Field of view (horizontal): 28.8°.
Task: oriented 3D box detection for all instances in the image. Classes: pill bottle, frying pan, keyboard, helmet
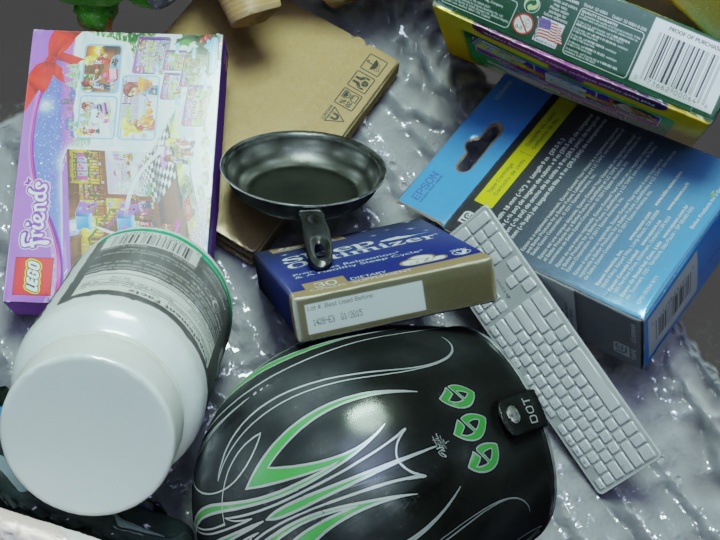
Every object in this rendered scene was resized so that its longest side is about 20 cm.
[{"bbox_3d":[-0.141,0.055,0.828,0.112,0.114,0.200,8,19,0],"label":"pill bottle"},{"bbox_3d":[-0.021,-0.048,0.934,0.114,0.031,0.190,-13,35,-26],"label":"frying pan"},{"bbox_3d":[0.122,0.052,0.930,0.011,0.056,0.200,-24,77,-49],"label":"keyboard"},{"bbox_3d":[-0.002,0.127,0.828,0.190,0.200,0.201,-18,65,-24],"label":"helmet"}]

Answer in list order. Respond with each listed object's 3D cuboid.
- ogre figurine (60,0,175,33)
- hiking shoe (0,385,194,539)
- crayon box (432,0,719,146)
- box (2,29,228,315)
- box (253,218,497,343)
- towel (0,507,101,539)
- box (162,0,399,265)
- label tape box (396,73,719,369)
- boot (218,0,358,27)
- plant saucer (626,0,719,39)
[{"bbox_3d":[-0.198,-0.246,1.051,0.199,0.098,0.120,18,51,-8],"label":"ogre figurine"},{"bbox_3d":[-0.179,0.124,0.857,0.199,0.075,0.087,17,55,24],"label":"hiking shoe"},{"bbox_3d":[0.157,-0.154,0.987,0.199,0.173,0.059,25,93,7],"label":"crayon box"},{"bbox_3d":[-0.166,-0.067,0.969,0.136,0.039,0.201,2,74,1],"label":"box"},{"bbox_3d":[0.000,0.000,0.896,0.121,0.200,0.033,-12,101,-10],"label":"box"},{"bbox_3d":[-0.137,0.186,0.784,0.199,0.191,0.032,16,65,5],"label":"towel"},{"bbox_3d":[-0.090,-0.121,1.036,0.163,0.021,0.200,30,65,10],"label":"box"},{"bbox_3d":[0.149,-0.040,0.983,0.199,0.063,0.144,27,63,29],"label":"label tape box"},{"bbox_3d":[-0.043,-0.269,1.044,0.201,0.071,0.145,-19,90,-34],"label":"boot"},{"bbox_3d":[0.222,-0.196,0.986,0.200,0.200,0.049,36,95,-23],"label":"plant saucer"}]
